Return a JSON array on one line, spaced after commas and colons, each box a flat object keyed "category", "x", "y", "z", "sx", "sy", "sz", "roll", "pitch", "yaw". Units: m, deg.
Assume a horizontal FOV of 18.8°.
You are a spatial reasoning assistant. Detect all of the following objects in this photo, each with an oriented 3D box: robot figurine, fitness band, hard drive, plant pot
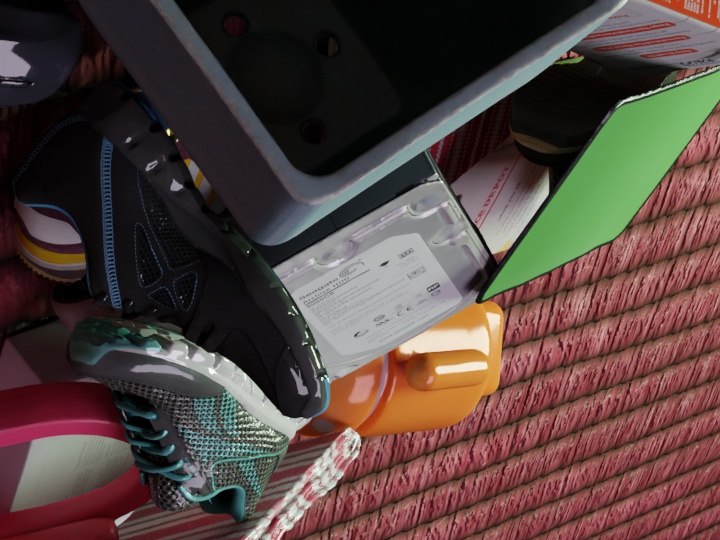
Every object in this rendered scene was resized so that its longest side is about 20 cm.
[{"category": "robot figurine", "x": 0.006, "y": 0.054, "z": 1.453, "sx": 0.200, "sy": 0.144, "sz": 0.117, "roll": -2, "pitch": 136, "yaw": -43}, {"category": "fitness band", "x": -0.208, "y": 0.123, "z": 1.273, "sx": 0.200, "sy": 0.037, "sz": 0.144, "roll": -13, "pitch": 140, "yaw": -3}, {"category": "hard drive", "x": 0.000, "y": 0.000, "z": 1.238, "sx": 0.140, "sy": 0.038, "sz": 0.200, "roll": -29, "pitch": 157, "yaw": 4}, {"category": "plant pot", "x": -0.027, "y": -0.127, "z": 1.061, "sx": 0.196, "sy": 0.196, "sz": 0.200, "roll": -34, "pitch": 174, "yaw": -20}]

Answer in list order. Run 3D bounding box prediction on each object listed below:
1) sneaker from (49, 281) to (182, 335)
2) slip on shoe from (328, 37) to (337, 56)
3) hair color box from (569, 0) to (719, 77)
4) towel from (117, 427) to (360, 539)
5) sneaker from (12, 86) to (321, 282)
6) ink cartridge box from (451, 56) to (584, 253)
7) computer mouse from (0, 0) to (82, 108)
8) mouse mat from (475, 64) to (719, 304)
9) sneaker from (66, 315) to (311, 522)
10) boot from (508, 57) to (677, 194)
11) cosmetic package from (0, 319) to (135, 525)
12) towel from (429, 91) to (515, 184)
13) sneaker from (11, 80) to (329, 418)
[{"category": "sneaker", "x": -0.084, "y": 0.002, "z": 1.287, "sx": 0.200, "sy": 0.075, "sz": 0.081, "roll": -29, "pitch": 112, "yaw": -20}, {"category": "slip on shoe", "x": 0.009, "y": -0.108, "z": 1.287, "sx": 0.074, "sy": 0.061, "sz": 0.200, "roll": -52, "pitch": 160, "yaw": -8}, {"category": "hair color box", "x": 0.137, "y": -0.164, "z": 1.218, "sx": 0.200, "sy": 0.111, "sz": 0.064, "roll": 14, "pitch": 78, "yaw": -41}, {"category": "towel", "x": -0.095, "y": 0.160, "z": 1.338, "sx": 0.146, "sy": 0.030, "sz": 0.200, "roll": -17, "pitch": -168, "yaw": 26}, {"category": "sneaker", "x": -0.097, "y": -0.065, "z": 1.185, "sx": 0.200, "sy": 0.075, "sz": 0.090, "roll": -30, "pitch": 154, "yaw": -31}, {"category": "ink cartridge box", "x": 0.088, "y": -0.071, "z": 1.472, "sx": 0.200, "sy": 0.067, "sz": 0.117, "roll": -17, "pitch": 144, "yaw": -47}, {"category": "computer mouse", "x": -0.206, "y": -0.091, "z": 1.018, "sx": 0.200, "sy": 0.034, "sz": 0.059, "roll": -18, "pitch": 147, "yaw": -44}, {"category": "mouse mat", "x": 0.154, "y": -0.057, "z": 1.319, "sx": 0.200, "sy": 0.008, "sz": 0.161, "roll": -24, "pitch": 152, "yaw": -55}, {"category": "sneaker", "x": -0.099, "y": 0.088, "z": 1.209, "sx": 0.200, "sy": 0.078, "sz": 0.091, "roll": 33, "pitch": 74, "yaw": -53}, {"category": "boot", "x": 0.138, "y": -0.059, "z": 1.370, "sx": 0.200, "sy": 0.077, "sz": 0.138, "roll": -28, "pitch": 139, "yaw": -56}, {"category": "cosmetic package", "x": -0.170, "y": 0.101, "z": 1.373, "sx": 0.151, "sy": 0.052, "sz": 0.200, "roll": -23, "pitch": 150, "yaw": -40}, {"category": "towel", "x": 0.052, "y": -0.097, "z": 1.285, "sx": 0.200, "sy": 0.022, "sz": 0.145, "roll": -39, "pitch": 154, "yaw": -36}, {"category": "sneaker", "x": -0.093, "y": 0.003, "z": 1.104, "sx": 0.082, "sy": 0.200, "sz": 0.073, "roll": -39, "pitch": -178, "yaw": -3}]
